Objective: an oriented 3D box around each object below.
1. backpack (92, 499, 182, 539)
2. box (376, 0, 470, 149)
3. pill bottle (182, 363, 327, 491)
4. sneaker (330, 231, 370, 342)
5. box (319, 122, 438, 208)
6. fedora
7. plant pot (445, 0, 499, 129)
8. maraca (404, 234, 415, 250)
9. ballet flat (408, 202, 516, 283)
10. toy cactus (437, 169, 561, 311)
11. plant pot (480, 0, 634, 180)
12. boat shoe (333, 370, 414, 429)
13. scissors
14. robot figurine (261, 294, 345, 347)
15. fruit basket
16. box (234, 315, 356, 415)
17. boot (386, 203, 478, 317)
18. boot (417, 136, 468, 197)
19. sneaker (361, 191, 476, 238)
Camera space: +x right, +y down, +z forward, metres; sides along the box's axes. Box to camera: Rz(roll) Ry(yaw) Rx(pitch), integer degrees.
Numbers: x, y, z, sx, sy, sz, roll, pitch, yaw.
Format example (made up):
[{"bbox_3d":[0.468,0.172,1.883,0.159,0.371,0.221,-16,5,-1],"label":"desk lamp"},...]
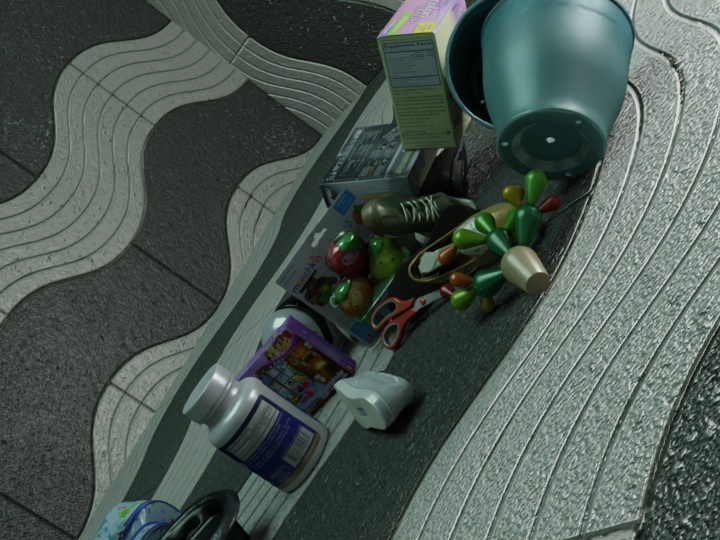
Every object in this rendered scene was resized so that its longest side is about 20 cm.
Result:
[{"bbox_3d":[-0.342,0.476,1.536,0.146,0.183,0.200,-17,34,32],"label":"backpack"},{"bbox_3d":[0.117,-0.326,1.550,0.096,0.201,0.176,1,38,23],"label":"box"},{"bbox_3d":[-0.160,0.232,1.438,0.120,0.200,0.120,-50,12,15],"label":"pill bottle"},{"bbox_3d":[-0.030,0.016,1.571,0.085,0.073,0.201,29,127,49],"label":"sneaker"},{"bbox_3d":[0.038,-0.182,1.604,0.158,0.049,0.200,-3,35,23],"label":"box"},{"bbox_3d":[-0.231,0.425,1.411,0.200,0.092,0.201,-36,21,16],"label":"fedora"},{"bbox_3d":[0.230,-0.302,1.445,0.200,0.200,0.188,-53,-3,6],"label":"plant pot"},{"bbox_3d":[0.032,-0.014,1.624,0.137,0.106,0.201,20,95,67],"label":"maraca"},{"bbox_3d":[0.139,-0.029,1.303,0.063,0.069,0.200,-9,-20,-40],"label":"ballet flat"},{"bbox_3d":[0.180,-0.017,1.146,0.200,0.102,0.165,-49,32,11],"label":"toy cactus"},{"bbox_3d":[0.247,-0.226,1.212,0.200,0.199,0.189,-39,35,50],"label":"plant pot"},{"bbox_3d":[0.019,0.164,1.279,0.068,0.072,0.200,-35,0,-15],"label":"boat shoe"},{"bbox_3d":[0.082,0.043,1.387,0.200,0.014,0.073,-45,53,37],"label":"scissors"},{"bbox_3d":[-0.087,0.097,1.667,0.125,0.151,0.200,-33,6,36],"label":"robot figurine"},{"bbox_3d":[0.000,0.000,1.474,0.186,0.200,0.094,-53,28,2],"label":"fruit basket"},{"bbox_3d":[-0.121,0.183,1.573,0.200,0.137,0.039,-48,13,28],"label":"box"},{"bbox_3d":[0.115,-0.011,1.430,0.200,0.074,0.075,-55,-18,17],"label":"boot"},{"bbox_3d":[0.097,-0.172,1.651,0.173,0.070,0.200,-7,30,11],"label":"boot"},{"bbox_3d":[0.097,-0.092,1.454,0.090,0.200,0.067,-26,70,39],"label":"sneaker"}]
